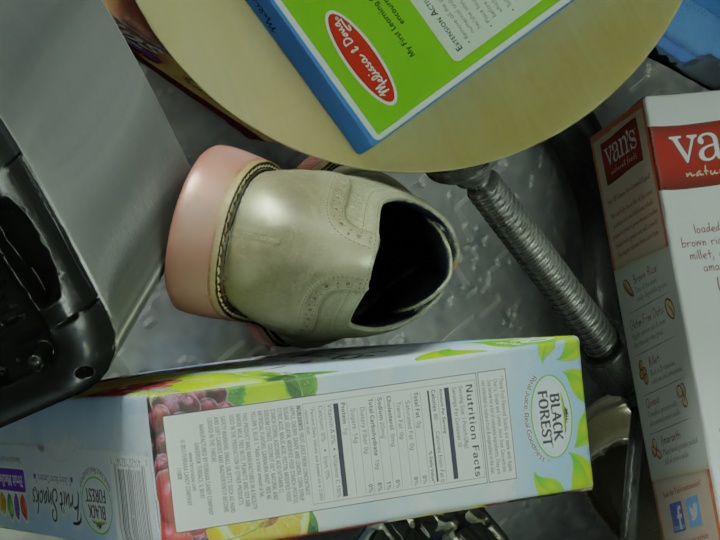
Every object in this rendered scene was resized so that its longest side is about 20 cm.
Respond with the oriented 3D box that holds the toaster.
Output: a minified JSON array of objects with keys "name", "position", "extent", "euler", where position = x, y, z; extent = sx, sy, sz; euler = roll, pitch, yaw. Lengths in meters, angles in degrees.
[{"name":"toaster","position":[-0.163,-0.037,0.725],"extent":[0.199,0.119,0.181],"euler":[-24,109,25]}]

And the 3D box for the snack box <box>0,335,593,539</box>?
[{"name":"snack box","position":[-0.031,0.056,0.779],"extent":[0.142,0.200,0.053],"euler":[-6,90,-24]}]

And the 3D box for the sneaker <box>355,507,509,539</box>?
[{"name":"sneaker","position":[-0.009,0.142,0.804],"extent":[0.079,0.089,0.200],"euler":[53,43,1]}]

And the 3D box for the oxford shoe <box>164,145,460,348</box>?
[{"name":"oxford shoe","position":[0.000,0.000,0.803],"extent":[0.073,0.200,0.071],"euler":[14,96,17]}]

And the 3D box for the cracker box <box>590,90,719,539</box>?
[{"name":"cracker box","position":[0.168,0.034,0.849],"extent":[0.133,0.058,0.201],"euler":[-6,78,-18]}]

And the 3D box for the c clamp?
[{"name":"c clamp","position":[0.068,-0.021,0.851],"extent":[0.200,0.027,0.171],"euler":[53,33,-36]}]

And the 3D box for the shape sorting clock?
[{"name":"shape sorting clock","position":[0.014,-0.131,0.758],"extent":[0.199,0.039,0.201],"euler":[1,98,5]}]

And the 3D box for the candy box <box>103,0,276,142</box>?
[{"name":"candy box","position":[-0.025,-0.160,0.844],"extent":[0.116,0.056,0.201],"euler":[33,82,-25]}]

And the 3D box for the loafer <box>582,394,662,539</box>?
[{"name":"loafer","position":[0.161,0.124,0.919],"extent":[0.200,0.076,0.068],"euler":[42,37,-7]}]

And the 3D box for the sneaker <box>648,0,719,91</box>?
[{"name":"sneaker","position":[0.077,-0.139,0.826],"extent":[0.200,0.066,0.079],"euler":[37,90,-23]}]
